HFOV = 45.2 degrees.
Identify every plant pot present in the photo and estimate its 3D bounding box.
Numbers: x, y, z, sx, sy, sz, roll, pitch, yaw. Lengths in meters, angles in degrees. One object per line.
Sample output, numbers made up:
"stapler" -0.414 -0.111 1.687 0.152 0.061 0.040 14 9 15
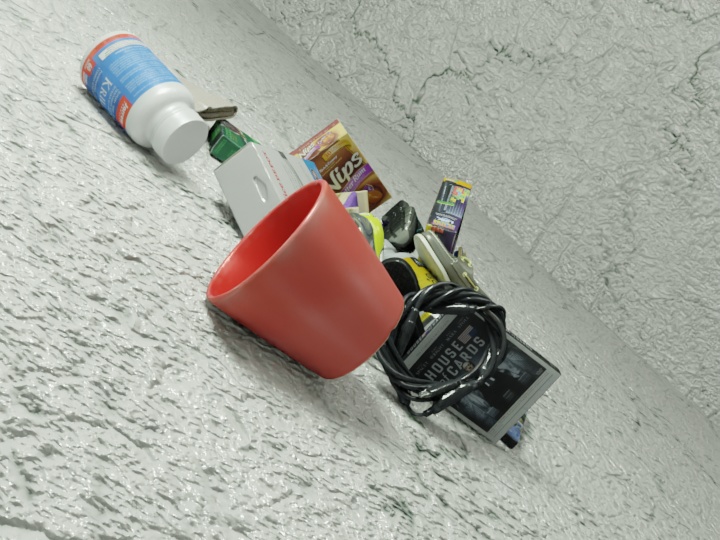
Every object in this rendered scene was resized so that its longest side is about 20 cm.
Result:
"plant pot" -0.056 0.022 1.040 0.177 0.200 0.201 47 13 -18

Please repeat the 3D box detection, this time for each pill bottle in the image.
"pill bottle" -0.318 -0.254 1.284 0.200 0.112 0.112 46 16 20
"pill bottle" 0.073 0.042 1.400 0.200 0.112 0.112 50 17 29

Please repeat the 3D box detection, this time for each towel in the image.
"towel" -0.309 -0.301 1.506 0.132 0.035 0.200 29 19 9

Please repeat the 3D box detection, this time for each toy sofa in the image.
"toy sofa" -0.007 -0.088 1.542 0.200 0.097 0.083 -70 154 -75

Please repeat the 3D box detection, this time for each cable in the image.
"cable" 0.116 0.097 1.201 0.164 0.200 0.051 59 -17 3

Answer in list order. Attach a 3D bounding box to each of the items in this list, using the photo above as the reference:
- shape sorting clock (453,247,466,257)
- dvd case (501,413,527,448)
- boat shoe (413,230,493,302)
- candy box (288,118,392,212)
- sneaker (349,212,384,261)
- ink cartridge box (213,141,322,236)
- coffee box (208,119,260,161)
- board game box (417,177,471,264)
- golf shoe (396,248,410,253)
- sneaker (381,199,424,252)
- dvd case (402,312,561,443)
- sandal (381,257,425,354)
"shape sorting clock" 0.182 0.059 1.537 0.039 0.201 0.200 2 10 12
"dvd case" 0.215 0.214 1.446 0.143 0.018 0.200 42 16 7
"boat shoe" 0.159 0.015 1.405 0.202 0.060 0.072 56 -9 -8
"candy box" -0.037 -0.178 1.645 0.200 0.117 0.057 50 6 -45
"sneaker" 0.000 0.000 1.338 0.081 0.074 0.201 12 58 -52
"ink cartridge box" -0.118 -0.105 1.343 0.145 0.084 0.200 62 20 15
"coffee box" -0.183 -0.193 1.570 0.200 0.044 0.123 35 15 -24
"board game box" 0.136 -0.036 1.520 0.057 0.201 0.166 16 38 5
"golf shoe" 0.041 -0.026 1.596 0.088 0.077 0.200 30 10 6
"sneaker" 0.086 -0.071 1.535 0.079 0.075 0.200 49 13 -11
"dvd case" 0.173 0.147 1.276 0.200 0.150 0.025 37 15 -15
"sandal" 0.060 0.051 1.271 0.075 0.201 0.048 6 44 20
